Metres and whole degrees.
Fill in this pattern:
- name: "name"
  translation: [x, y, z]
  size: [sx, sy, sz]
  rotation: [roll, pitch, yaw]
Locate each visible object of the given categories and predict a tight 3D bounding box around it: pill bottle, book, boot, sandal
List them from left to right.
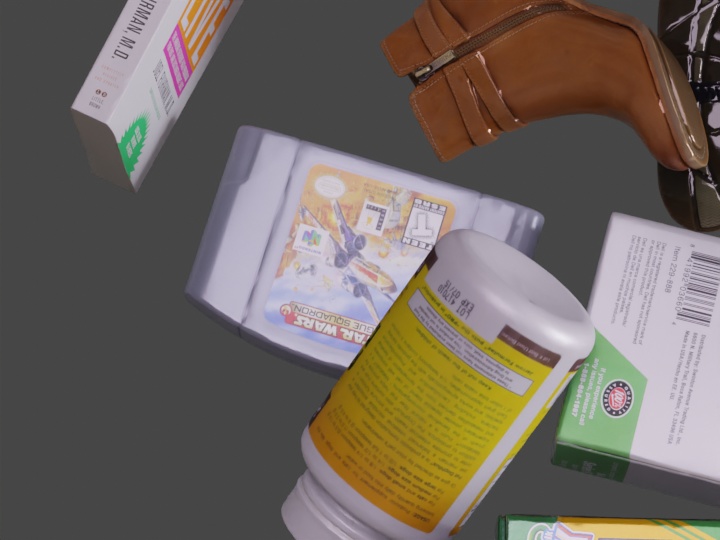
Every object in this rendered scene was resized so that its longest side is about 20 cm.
- name: "book"
  translation: [-0.114, -0.160, 1.632]
  size: [0.048, 0.134, 0.201]
  rotation: [25, 77, 7]
- name: "pill bottle"
  translation: [0.040, 0.083, 1.550]
  size: [0.109, 0.109, 0.200]
  rotation: [38, 106, 11]
- name: "boot"
  translation: [0.109, -0.110, 1.625]
  size: [0.155, 0.077, 0.201]
  rotation: [-33, 70, 11]
- name: "sandal"
  translation: [0.226, -0.123, 1.659]
  size: [0.081, 0.055, 0.201]
  rotation: [3, 89, 16]

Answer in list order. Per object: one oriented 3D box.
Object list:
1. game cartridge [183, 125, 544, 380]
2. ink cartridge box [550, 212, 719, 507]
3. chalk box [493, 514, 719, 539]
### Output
- name: "game cartridge"
  translation: [0.000, 0.000, 1.638]
  size: [0.199, 0.042, 0.134]
  rotation: [16, 72, 5]
- name: "ink cartridge box"
  translation: [0.226, 0.066, 1.589]
  size: [0.199, 0.084, 0.147]
  rotation: [15, 75, 5]
- name: "chalk box"
  translation: [0.131, 0.210, 1.533]
  size: [0.199, 0.125, 0.125]
  rotation: [1, 75, 3]
